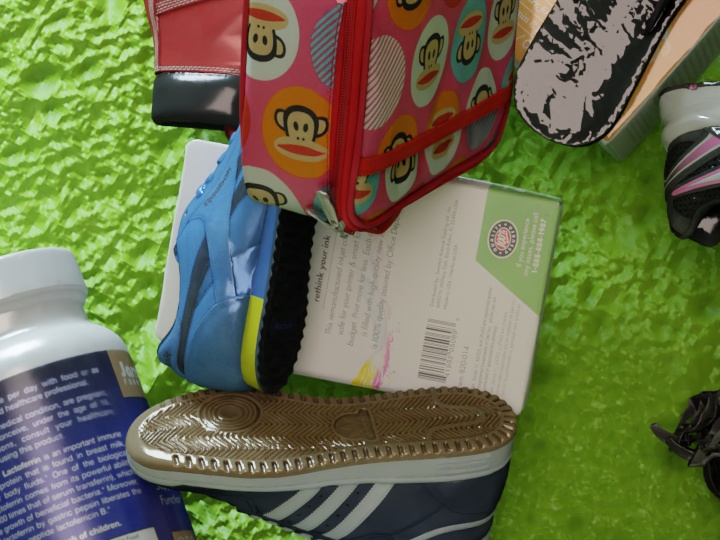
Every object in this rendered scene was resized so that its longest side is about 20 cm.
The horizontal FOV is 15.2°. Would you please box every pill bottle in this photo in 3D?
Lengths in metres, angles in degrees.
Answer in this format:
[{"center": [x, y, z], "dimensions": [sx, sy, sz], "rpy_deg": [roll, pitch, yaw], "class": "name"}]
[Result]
[{"center": [-0.162, 0.098, 1.407], "dimensions": [0.115, 0.116, 0.201], "rpy_deg": [-21, 80, 0], "class": "pill bottle"}]

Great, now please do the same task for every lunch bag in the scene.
[{"center": [0.011, -0.101, 1.313], "dimensions": [0.081, 0.200, 0.177], "rpy_deg": [14, 112, 23], "class": "lunch bag"}]

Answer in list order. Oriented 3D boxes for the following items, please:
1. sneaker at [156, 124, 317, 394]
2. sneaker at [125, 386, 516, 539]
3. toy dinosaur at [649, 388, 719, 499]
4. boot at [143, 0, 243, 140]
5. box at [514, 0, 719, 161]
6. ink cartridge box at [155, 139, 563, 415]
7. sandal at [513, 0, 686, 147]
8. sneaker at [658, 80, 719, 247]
[{"center": [-0.059, -0.039, 1.365], "dimensions": [0.078, 0.066, 0.201], "rpy_deg": [12, 90, 25], "class": "sneaker"}, {"center": [-0.021, 0.120, 1.386], "dimensions": [0.199, 0.109, 0.070], "rpy_deg": [-1, 37, -6], "class": "sneaker"}, {"center": [0.218, 0.127, 1.392], "dimensions": [0.199, 0.102, 0.136], "rpy_deg": [-28, 98, -25], "class": "toy dinosaur"}, {"center": [-0.020, -0.136, 1.467], "dimensions": [0.199, 0.072, 0.145], "rpy_deg": [-7, 83, 7], "class": "boot"}, {"center": [0.156, -0.176, 1.430], "dimensions": [0.124, 0.097, 0.200], "rpy_deg": [42, 94, 10], "class": "box"}, {"center": [0.000, 0.000, 1.427], "dimensions": [0.199, 0.067, 0.118], "rpy_deg": [11, 96, 5], "class": "ink cartridge box"}, {"center": [0.139, -0.157, 1.357], "dimensions": [0.075, 0.048, 0.202], "rpy_deg": [22, 92, 11], "class": "sandal"}, {"center": [0.239, -0.046, 1.343], "dimensions": [0.199, 0.080, 0.087], "rpy_deg": [-3, 75, 40], "class": "sneaker"}]
